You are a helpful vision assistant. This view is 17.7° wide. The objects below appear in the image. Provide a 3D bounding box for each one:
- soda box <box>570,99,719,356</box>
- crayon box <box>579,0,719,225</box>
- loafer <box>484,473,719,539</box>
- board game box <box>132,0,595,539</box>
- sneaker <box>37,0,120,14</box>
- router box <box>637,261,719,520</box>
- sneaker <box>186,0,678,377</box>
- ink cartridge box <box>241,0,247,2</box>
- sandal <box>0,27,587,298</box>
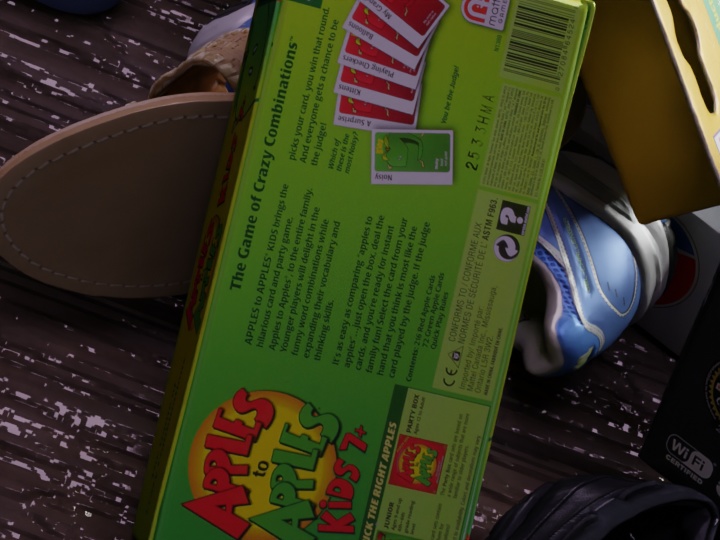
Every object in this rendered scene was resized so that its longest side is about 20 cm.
[{"bbox_3d":[0.101,-0.040,0.896,0.200,0.064,0.068,39,46,12],"label":"soda box"},{"bbox_3d":[0.119,-0.102,0.820,0.200,0.051,0.126,-42,113,-56],"label":"crayon box"},{"bbox_3d":[0.062,0.111,0.690,0.068,0.070,0.201,69,24,-11],"label":"loafer"},{"bbox_3d":[0.000,0.000,0.740,0.101,0.048,0.201,13,89,-11],"label":"board game box"},{"bbox_3d":[-0.139,-0.188,0.864,0.200,0.078,0.070,52,55,-14],"label":"sneaker"},{"bbox_3d":[0.198,0.051,0.717,0.200,0.150,0.062,37,42,24],"label":"router box"},{"bbox_3d":[0.019,-0.034,0.845,0.199,0.076,0.077,30,46,11],"label":"sneaker"},{"bbox_3d":[0.039,-0.164,0.937,0.145,0.048,0.200,-13,21,20],"label":"ink cartridge box"},{"bbox_3d":[-0.031,-0.052,0.805,0.210,0.078,0.070,-15,38,-8],"label":"sandal"}]
